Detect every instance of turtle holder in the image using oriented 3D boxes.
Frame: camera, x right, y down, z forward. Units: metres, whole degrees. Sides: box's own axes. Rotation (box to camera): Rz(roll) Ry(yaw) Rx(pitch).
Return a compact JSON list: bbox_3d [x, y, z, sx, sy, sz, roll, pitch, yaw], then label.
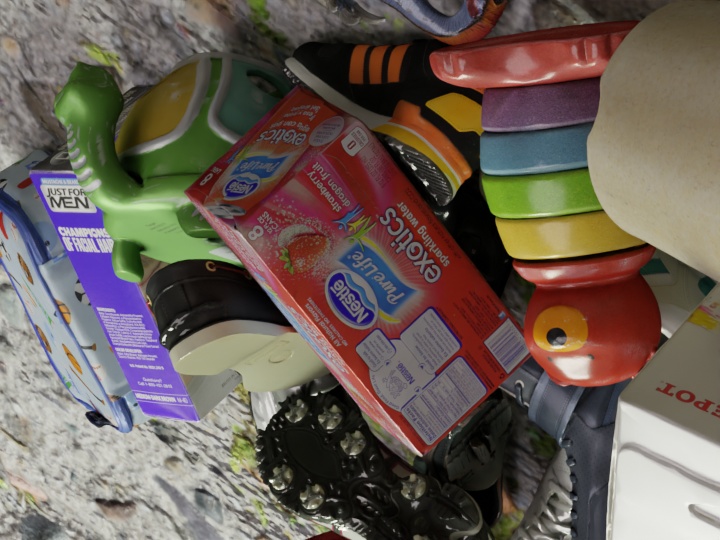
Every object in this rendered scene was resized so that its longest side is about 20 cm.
[{"bbox_3d":[-0.104,-0.065,1.763,0.185,0.132,0.141,6,161,-8],"label":"turtle holder"}]

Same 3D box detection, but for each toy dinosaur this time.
[{"bbox_3d":[0.002,-0.203,1.647,0.181,0.105,0.200,43,-178,-16],"label":"toy dinosaur"}]

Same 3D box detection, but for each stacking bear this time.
[{"bbox_3d":[0.121,-0.033,1.571,0.121,0.114,0.201,-4,98,27],"label":"stacking bear"}]

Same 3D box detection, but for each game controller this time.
[{"bbox_3d":[0.040,0.009,1.811,0.104,0.042,0.200,48,145,23],"label":"game controller"}]

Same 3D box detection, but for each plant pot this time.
[{"bbox_3d":[0.226,-0.060,1.456,0.183,0.200,0.201,23,138,46],"label":"plant pot"}]

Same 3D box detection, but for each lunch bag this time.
[{"bbox_3d":[-0.199,0.018,1.986,0.160,0.075,0.200,27,143,61],"label":"lunch bag"}]

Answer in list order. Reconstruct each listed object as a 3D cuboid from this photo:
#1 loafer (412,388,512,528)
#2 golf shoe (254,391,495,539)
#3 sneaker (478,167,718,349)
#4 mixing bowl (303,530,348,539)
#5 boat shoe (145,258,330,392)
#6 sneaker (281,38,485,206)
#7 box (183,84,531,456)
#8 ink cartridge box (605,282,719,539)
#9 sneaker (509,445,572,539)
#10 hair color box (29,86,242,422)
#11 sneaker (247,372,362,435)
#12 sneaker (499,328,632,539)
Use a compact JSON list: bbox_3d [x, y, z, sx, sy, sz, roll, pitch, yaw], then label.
[{"bbox_3d":[0.074,0.117,1.808,0.063,0.072,0.200,47,168,13],"label":"loafer"},{"bbox_3d":[0.009,0.150,1.805,0.200,0.077,0.088,34,171,41],"label":"golf shoe"},{"bbox_3d":[0.139,0.004,1.655,0.200,0.093,0.070,39,142,10],"label":"sneaker"},{"bbox_3d":[0.033,0.246,1.943,0.200,0.108,0.200,50,165,19],"label":"mixing bowl"},{"bbox_3d":[-0.065,0.034,1.754,0.074,0.201,0.063,-31,69,19],"label":"boat shoe"},{"bbox_3d":[0.030,-0.107,1.689,0.070,0.090,0.200,51,172,-33],"label":"sneaker"},{"bbox_3d":[0.000,0.000,1.670,0.200,0.100,0.095,51,171,-28],"label":"box"},{"bbox_3d":[0.246,0.092,1.542,0.147,0.200,0.145,25,138,26],"label":"ink cartridge box"},{"bbox_3d":[0.122,0.180,1.815,0.074,0.116,0.200,36,140,16],"label":"sneaker"},{"bbox_3d":[-0.131,-0.011,1.890,0.065,0.109,0.200,2,125,44],"label":"hair color box"},{"bbox_3d":[-0.048,0.039,1.876,0.079,0.074,0.201,5,126,51],"label":"sneaker"},{"bbox_3d":[0.132,0.121,1.731,0.146,0.077,0.203,27,101,21],"label":"sneaker"}]
